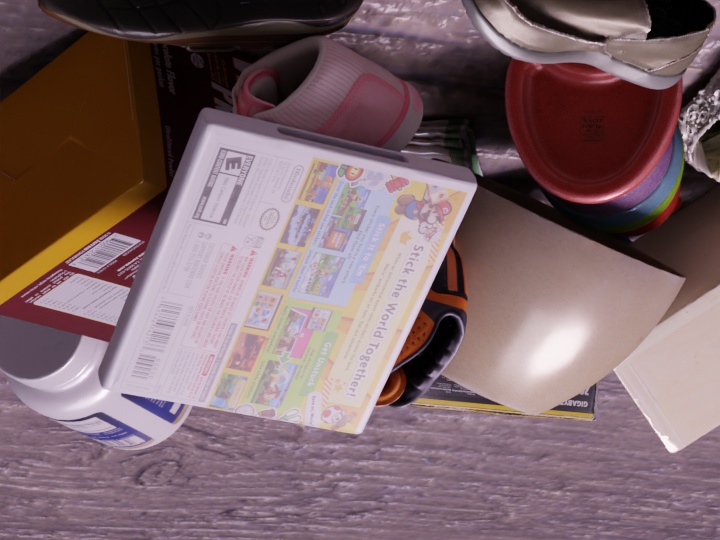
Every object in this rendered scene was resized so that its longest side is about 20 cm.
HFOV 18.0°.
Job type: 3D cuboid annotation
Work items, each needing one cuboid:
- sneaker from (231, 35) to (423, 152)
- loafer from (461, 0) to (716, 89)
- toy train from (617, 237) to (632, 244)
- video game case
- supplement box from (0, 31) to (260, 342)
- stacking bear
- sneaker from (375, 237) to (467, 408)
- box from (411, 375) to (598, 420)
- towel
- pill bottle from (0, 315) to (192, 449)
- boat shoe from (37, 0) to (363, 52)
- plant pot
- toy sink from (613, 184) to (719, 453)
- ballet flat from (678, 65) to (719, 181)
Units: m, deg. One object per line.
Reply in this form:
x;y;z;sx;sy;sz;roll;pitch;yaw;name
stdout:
-0.063;-0.064;1.404;0.200;0.076;0.104;-45;130;13;sneaker
0.144;-0.170;1.416;0.199;0.076;0.070;8;147;-38;loafer
0.164;0.028;1.957;0.115;0.085;0.200;-11;163;-13;toy train
-0.046;0.005;1.398;0.181;0.023;0.201;12;120;-23;video game case
-0.140;-0.053;1.565;0.199;0.134;0.197;17;143;-42;supplement box
0.181;-0.079;1.609;0.121;0.115;0.200;1;168;17;stacking bear
-0.022;0.043;1.519;0.199;0.113;0.078;-19;152;16;sneaker
0.072;0.092;1.881;0.199;0.050;0.159;7;177;-29;box
-0.008;-0.069;1.728;0.198;0.031;0.149;-4;160;7;towel
-0.208;0.066;1.746;0.110;0.112;0.200;-7;163;15;pill bottle
-0.099;-0.164;1.391;0.198;0.076;0.074;3;163;-10;boat shoe
0.114;0.022;1.613;0.199;0.135;0.200;24;-173;-3;plant pot
0.279;0.023;1.713;0.199;0.131;0.112;-34;115;7;toy sink
0.264;-0.100;1.614;0.071;0.072;0.200;0;161;-4;ballet flat
